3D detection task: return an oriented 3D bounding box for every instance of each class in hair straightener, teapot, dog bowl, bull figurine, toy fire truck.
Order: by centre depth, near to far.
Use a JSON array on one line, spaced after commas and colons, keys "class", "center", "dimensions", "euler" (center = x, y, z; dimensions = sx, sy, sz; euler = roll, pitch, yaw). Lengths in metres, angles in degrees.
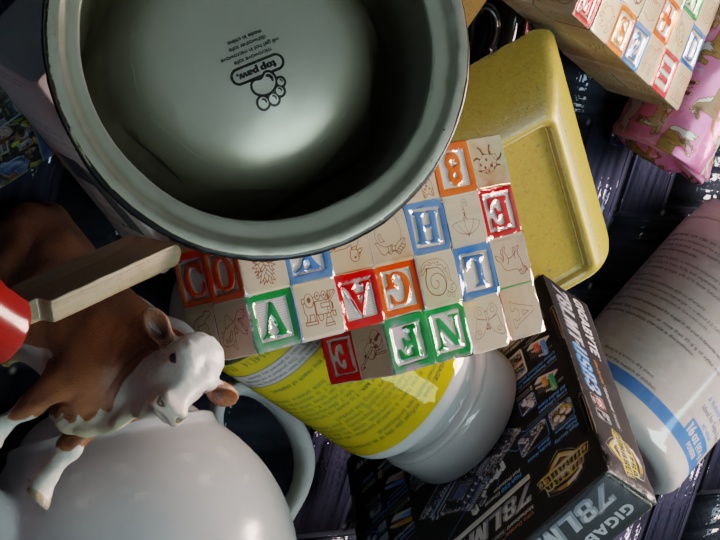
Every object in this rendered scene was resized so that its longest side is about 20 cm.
[{"class": "toy fire truck", "center": [-0.202, -0.021, 0.825], "dimensions": [0.129, 0.176, 0.200], "euler": [-52, 137, -3]}, {"class": "dog bowl", "center": [-0.054, -0.101, 0.837], "dimensions": [0.199, 0.074, 0.201], "euler": [2, 84, -16]}, {"class": "bull figurine", "center": [-0.150, 0.042, 0.906], "dimensions": [0.121, 0.200, 0.065], "euler": [-42, 137, -5]}, {"class": "teapot", "center": [-0.131, 0.131, 1.008], "dimensions": [0.200, 0.196, 0.147], "euler": [55, 23, -80]}, {"class": "hair straightener", "center": [0.083, -0.123, 1.152], "dimensions": [0.077, 0.041, 0.201], "euler": [-14, 126, -39]}]

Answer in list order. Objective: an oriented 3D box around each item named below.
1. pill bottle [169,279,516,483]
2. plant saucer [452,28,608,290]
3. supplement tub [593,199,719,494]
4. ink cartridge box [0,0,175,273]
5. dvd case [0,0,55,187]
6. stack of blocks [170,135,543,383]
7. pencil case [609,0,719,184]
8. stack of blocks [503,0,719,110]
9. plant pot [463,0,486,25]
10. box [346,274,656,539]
[{"class": "pill bottle", "center": [-0.006, 0.042, 1.065], "dimensions": [0.200, 0.114, 0.115], "euler": [36, 85, -29]}, {"class": "plant saucer", "center": [0.071, -0.027, 1.148], "dimensions": [0.199, 0.048, 0.200], "euler": [-30, 132, -8]}, {"class": "supplement tub", "center": [0.245, 0.058, 1.346], "dimensions": [0.200, 0.132, 0.132], "euler": [-46, 136, -15]}, {"class": "ink cartridge box", "center": [-0.101, -0.083, 0.950], "dimensions": [0.117, 0.067, 0.200], "euler": [-49, 137, -14]}, {"class": "dvd case", "center": [-0.174, -0.126, 0.920], "dimensions": [0.200, 0.018, 0.143], "euler": [-36, 132, -25]}, {"class": "stack of blocks", "center": [0.000, 0.000, 0.955], "dimensions": [0.199, 0.058, 0.116], "euler": [-12, 90, -40]}, {"class": "pencil case", "center": [0.256, -0.165, 1.272], "dimensions": [0.083, 0.086, 0.201], "euler": [24, 95, -35]}, {"class": "stack of blocks", "center": [0.171, -0.193, 1.155], "dimensions": [0.200, 0.058, 0.116], "euler": [24, 87, -59]}, {"class": "plant pot", "center": [0.009, -0.192, 0.967], "dimensions": [0.186, 0.186, 0.201], "euler": [-16, 137, -38]}, {"class": "box", "center": [0.078, 0.130, 1.104], "dimensions": [0.050, 0.199, 0.200], "euler": [34, 113, -27]}]
